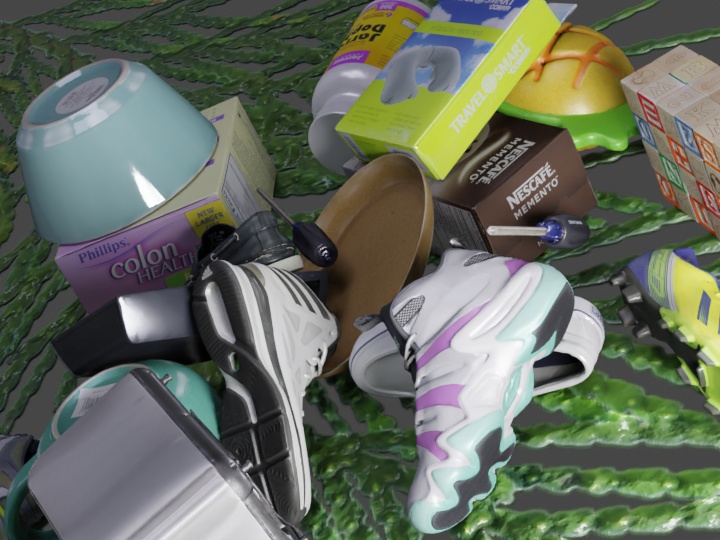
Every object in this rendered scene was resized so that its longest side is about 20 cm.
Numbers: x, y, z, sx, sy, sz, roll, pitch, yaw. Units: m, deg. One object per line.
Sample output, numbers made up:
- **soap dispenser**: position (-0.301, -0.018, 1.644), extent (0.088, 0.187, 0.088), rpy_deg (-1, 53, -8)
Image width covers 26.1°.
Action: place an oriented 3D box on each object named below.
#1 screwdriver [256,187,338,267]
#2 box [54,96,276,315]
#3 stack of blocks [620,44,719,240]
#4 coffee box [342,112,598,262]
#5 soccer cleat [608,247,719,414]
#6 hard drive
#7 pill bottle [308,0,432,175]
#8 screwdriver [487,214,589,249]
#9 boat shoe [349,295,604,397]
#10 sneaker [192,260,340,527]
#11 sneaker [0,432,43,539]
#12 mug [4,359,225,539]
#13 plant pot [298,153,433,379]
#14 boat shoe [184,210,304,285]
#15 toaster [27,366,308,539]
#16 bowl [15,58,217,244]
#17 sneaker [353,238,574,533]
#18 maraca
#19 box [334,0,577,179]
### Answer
- **screwdriver**: position (-0.058, -0.042, 1.358), extent (0.028, 0.029, 0.200), rpy_deg (-68, 22, 11)
- **box**: position (-0.184, -0.057, 1.519), extent (0.175, 0.097, 0.201), rpy_deg (-20, 29, 14)
- **stack of blocks**: position (0.277, -0.076, 1.141), extent (0.058, 0.116, 0.200), rpy_deg (-30, 30, -4)
- **coffee box**: position (0.091, -0.074, 1.329), extent (0.113, 0.080, 0.200), rpy_deg (-40, 31, -19)
- **soccer cleat**: position (0.241, 0.036, 1.050), extent (0.083, 0.065, 0.200), rpy_deg (-24, 29, -7)
- **hard drive**: position (-0.132, 0.043, 1.240), extent (0.199, 0.043, 0.135), rpy_deg (-7, -14, -39)
- **pill bottle**: position (0.015, -0.181, 1.536), extent (0.104, 0.105, 0.201), rpy_deg (-10, 34, 29)
- **screwdriver**: position (0.130, -0.033, 1.154), extent (0.028, 0.029, 0.200), rpy_deg (-7, -7, 26)
- **boat shoe**: position (0.078, 0.064, 1.131), extent (0.199, 0.074, 0.066), rpy_deg (-15, 28, 25)
- **sneaker**: position (-0.047, 0.087, 1.160), extent (0.115, 0.202, 0.075), rpy_deg (-2, -18, -45)
- **sneaker**: position (-0.306, 0.166, 1.314), extent (0.081, 0.074, 0.200), rpy_deg (-25, 34, -15)
- **mug**: position (-0.180, 0.150, 1.171), extent (0.185, 0.115, 0.152), rpy_deg (-39, 31, -20)
- **plant pot**: position (0.000, 0.000, 1.268), extent (0.200, 0.027, 0.201), rpy_deg (-41, 34, 36)
- **boat shoe**: position (-0.113, -0.011, 1.354), extent (0.074, 0.067, 0.199), rpy_deg (-21, 0, -22)
- **toaster**: position (-0.101, 0.184, 0.991), extent (0.118, 0.181, 0.200), rpy_deg (-40, 32, -10)
- **bowl**: position (-0.248, -0.127, 1.478), extent (0.200, 0.105, 0.201), rpy_deg (-22, 30, 13)
- **sneaker**: position (0.047, 0.071, 1.072), extent (0.139, 0.078, 0.201), rpy_deg (22, 73, 27)
- **maraca**: position (0.186, -0.151, 1.345), extent (0.136, 0.108, 0.200), rpy_deg (-21, 35, -20)
- **box**: position (0.081, -0.173, 1.327), extent (0.200, 0.048, 0.122), rpy_deg (-52, 35, -14)
